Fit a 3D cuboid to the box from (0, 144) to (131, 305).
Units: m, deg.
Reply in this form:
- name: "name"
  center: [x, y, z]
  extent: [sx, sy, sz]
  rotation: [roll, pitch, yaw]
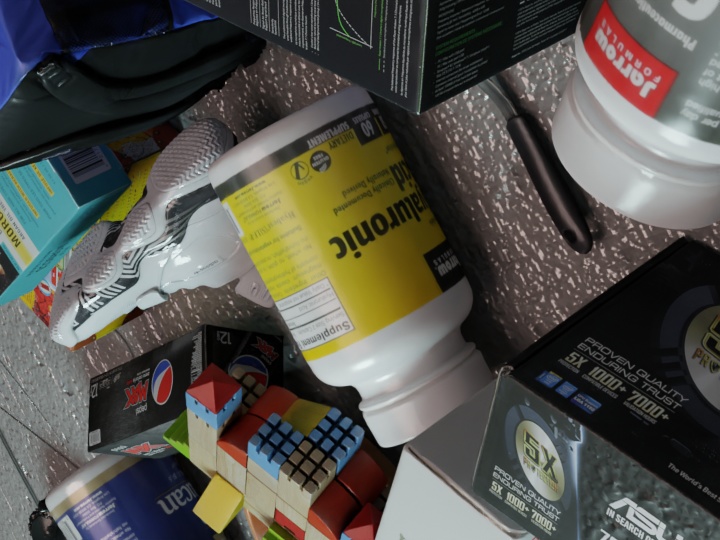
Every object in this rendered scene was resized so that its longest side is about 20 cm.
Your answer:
- name: "box"
  center: [-0.241, -0.046, 1.014]
  extent: [0.082, 0.049, 0.200]
  rotation: [57, 140, 3]

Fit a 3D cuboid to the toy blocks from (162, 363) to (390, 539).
- name: "toy blocks"
  center: [-0.038, 0.127, 0.900]
  extent: [0.200, 0.100, 0.137]
  rotation: [37, 155, 13]

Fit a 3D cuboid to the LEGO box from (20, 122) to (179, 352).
- name: "LEGO box"
  center: [-0.226, -0.062, 1.090]
  extent: [0.149, 0.077, 0.200]
  rotation: [42, 138, 20]

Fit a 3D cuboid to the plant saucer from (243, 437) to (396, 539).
- name: "plant saucer"
  center: [-0.013, 0.192, 1.055]
  extent: [0.200, 0.032, 0.201]
  rotation: [25, 129, 35]

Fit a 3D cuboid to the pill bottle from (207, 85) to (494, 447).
- name: "pill bottle"
  center: [0.000, 0.000, 0.857]
  extent: [0.111, 0.111, 0.201]
  rotation: [-24, 96, 51]

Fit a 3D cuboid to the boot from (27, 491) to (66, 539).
- name: "boot"
  center: [-0.247, 0.311, 1.351]
  extent: [0.162, 0.073, 0.199]
  rotation: [23, 121, 34]

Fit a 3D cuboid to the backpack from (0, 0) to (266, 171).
- name: "backpack"
  center: [-0.159, -0.169, 0.857]
  extent: [0.162, 0.199, 0.169]
  rotation: [-24, 85, 53]

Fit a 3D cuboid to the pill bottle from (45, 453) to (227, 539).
- name: "pill bottle"
  center: [-0.167, 0.244, 1.192]
  extent: [0.200, 0.111, 0.111]
  rotation: [56, 141, 5]

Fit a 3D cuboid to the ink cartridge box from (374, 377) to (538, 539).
- name: "ink cartridge box"
  center: [0.080, 0.156, 0.839]
  extent: [0.085, 0.144, 0.201]
  rotation: [39, 137, 23]

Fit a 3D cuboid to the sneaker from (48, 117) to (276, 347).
- name: "sneaker"
  center: [-0.119, -0.002, 0.955]
  extent: [0.115, 0.075, 0.200]
  rotation: [33, 115, -27]

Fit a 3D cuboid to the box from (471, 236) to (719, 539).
- name: "box"
  center: [0.183, 0.093, 0.675]
  extent: [0.200, 0.163, 0.086]
  rotation: [35, 135, 29]

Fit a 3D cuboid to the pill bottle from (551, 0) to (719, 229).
- name: "pill bottle"
  center: [0.160, -0.119, 0.605]
  extent: [0.114, 0.114, 0.200]
  rotation: [43, 138, 20]

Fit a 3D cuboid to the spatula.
- name: "spatula"
  center: [0.073, -0.095, 0.788]
  extent: [0.200, 0.021, 0.057]
  rotation: [55, 154, 2]

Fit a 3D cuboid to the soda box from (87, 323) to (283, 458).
- name: "soda box"
  center: [-0.137, 0.097, 1.084]
  extent: [0.200, 0.070, 0.064]
  rotation: [-24, 62, 52]

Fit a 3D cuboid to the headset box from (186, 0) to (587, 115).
- name: "headset box"
  center: [0.012, -0.177, 0.683]
  extent: [0.200, 0.174, 0.093]
  rotation: [31, 134, 33]

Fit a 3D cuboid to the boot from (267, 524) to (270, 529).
- name: "boot"
  center: [-0.019, 0.216, 0.997]
  extent: [0.200, 0.073, 0.096]
  rotation: [57, 150, 15]
